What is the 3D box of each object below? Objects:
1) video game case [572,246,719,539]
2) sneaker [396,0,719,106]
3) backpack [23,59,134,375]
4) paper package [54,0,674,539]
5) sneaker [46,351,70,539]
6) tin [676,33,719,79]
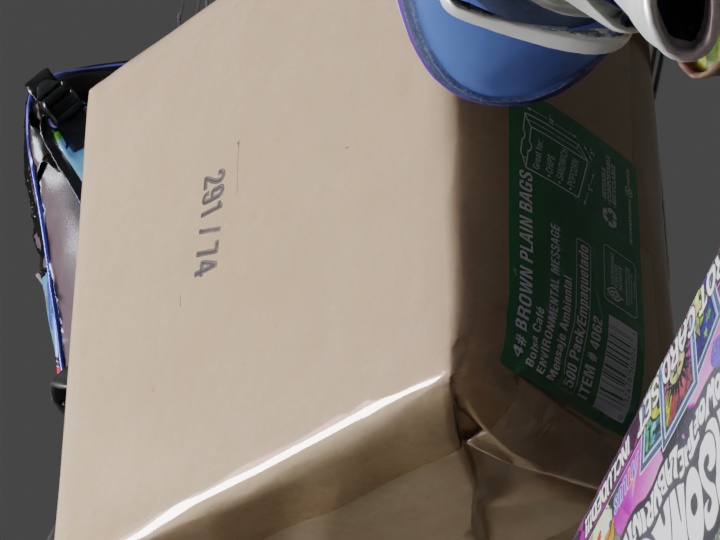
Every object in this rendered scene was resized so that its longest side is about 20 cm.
[{"bbox_3d":[0.091,0.091,0.638,0.200,0.036,0.182,111,163,-45],"label":"video game case"},{"bbox_3d":[0.052,-0.081,0.657,0.147,0.080,0.200,-88,14,-46],"label":"sneaker"},{"bbox_3d":[-0.061,0.003,1.319,0.135,0.182,0.201,97,165,-81],"label":"backpack"},{"bbox_3d":[0.000,0.000,0.880,0.190,0.103,0.200,-31,45,38],"label":"paper package"},{"bbox_3d":[-0.070,0.031,1.042,0.060,0.104,0.200,78,-176,-55],"label":"sneaker"},{"bbox_3d":[0.112,-0.138,0.681,0.112,0.042,0.200,-90,9,-55],"label":"tin"}]
